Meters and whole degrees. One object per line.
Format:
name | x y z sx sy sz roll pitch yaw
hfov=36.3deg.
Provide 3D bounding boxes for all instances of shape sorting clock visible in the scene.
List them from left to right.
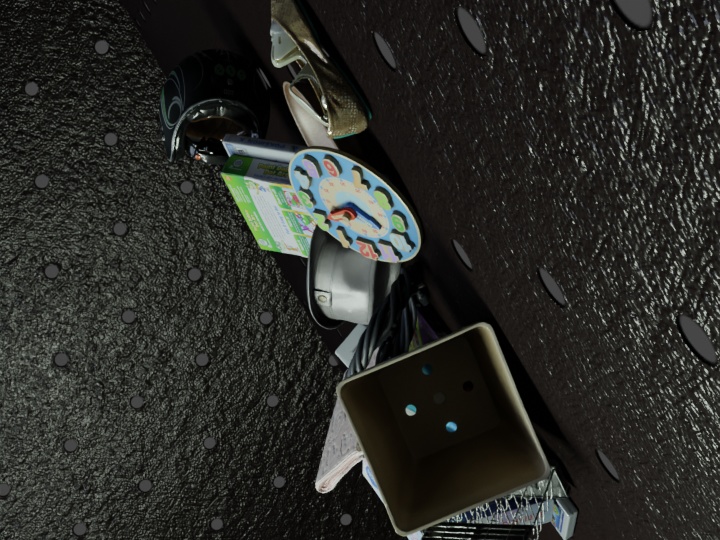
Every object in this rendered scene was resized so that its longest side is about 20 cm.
shape sorting clock | -0.009 -0.079 1.388 0.199 0.039 0.201 28 157 13

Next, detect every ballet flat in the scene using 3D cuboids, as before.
ballet flat | -0.063 -0.237 1.258 0.201 0.065 0.071 57 172 8

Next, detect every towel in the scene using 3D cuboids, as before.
towel | -0.005 0.209 1.615 0.032 0.202 0.191 23 148 -11

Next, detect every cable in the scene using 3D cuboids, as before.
cable | 0.040 0.089 1.489 0.050 0.201 0.164 27 155 13

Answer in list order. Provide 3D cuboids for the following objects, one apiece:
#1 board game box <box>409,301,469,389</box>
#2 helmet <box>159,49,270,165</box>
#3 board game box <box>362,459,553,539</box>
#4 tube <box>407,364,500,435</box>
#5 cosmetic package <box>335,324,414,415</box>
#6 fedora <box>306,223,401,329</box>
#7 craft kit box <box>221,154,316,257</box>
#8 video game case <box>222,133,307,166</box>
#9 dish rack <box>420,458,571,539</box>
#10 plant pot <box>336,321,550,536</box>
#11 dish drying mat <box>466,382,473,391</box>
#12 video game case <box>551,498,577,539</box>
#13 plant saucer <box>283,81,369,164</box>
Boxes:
board game box | 0.086 0.116 1.616 0.201 0.032 0.121 54 133 32
helmet | -0.237 -0.260 1.789 0.192 0.198 0.201 -103 -10 -50
board game box | 0.130 0.295 1.510 0.200 0.198 0.042 -136 41 -57
tube | 0.128 0.193 1.519 0.199 0.078 0.050 32 176 27
cosmetic package | 0.057 0.173 1.825 0.200 0.071 0.101 37 -174 -46
fedora | 0.000 0.000 1.572 0.090 0.177 0.202 18 125 24
craft kit box | -0.097 -0.090 1.719 0.195 0.049 0.201 9 148 22
video game case | -0.107 -0.130 1.725 0.181 0.022 0.201 12 149 24
dish rack | 0.164 0.299 1.355 0.200 0.152 0.055 -49 -52 -56
plant pot | 0.102 0.180 1.375 0.177 0.198 0.202 -60 -53 -84
dish drying mat | 0.142 0.160 1.685 0.077 0.018 0.200 57 171 -8
video game case | 0.237 0.279 1.554 0.201 0.018 0.144 55 171 25
plant saucer | -0.036 -0.170 1.455 0.201 0.036 0.201 56 172 11
